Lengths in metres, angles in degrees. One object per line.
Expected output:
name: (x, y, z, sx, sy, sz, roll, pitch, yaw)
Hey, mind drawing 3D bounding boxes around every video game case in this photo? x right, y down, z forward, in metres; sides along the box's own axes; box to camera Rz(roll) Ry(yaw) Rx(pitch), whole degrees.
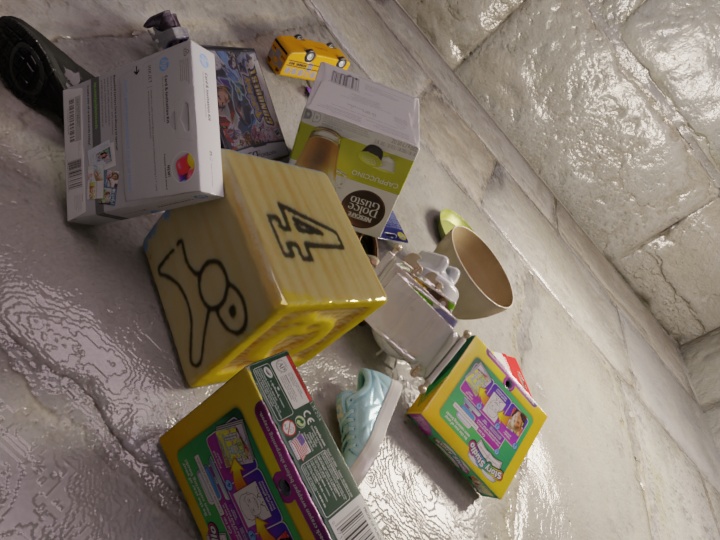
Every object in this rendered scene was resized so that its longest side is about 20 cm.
video game case: (-0.208, -0.281, 0.898, 0.181, 0.025, 0.203, -38, 114, -59)

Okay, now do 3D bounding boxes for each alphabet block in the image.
alphabet block: (-0.120, 0.001, 0.645, 0.195, 0.195, 0.202, -1, 60, -51)

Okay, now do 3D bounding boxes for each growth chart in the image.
growth chart: (0.083, 0.069, 0.818, 0.201, 0.144, 0.018, 49, -11, 1)

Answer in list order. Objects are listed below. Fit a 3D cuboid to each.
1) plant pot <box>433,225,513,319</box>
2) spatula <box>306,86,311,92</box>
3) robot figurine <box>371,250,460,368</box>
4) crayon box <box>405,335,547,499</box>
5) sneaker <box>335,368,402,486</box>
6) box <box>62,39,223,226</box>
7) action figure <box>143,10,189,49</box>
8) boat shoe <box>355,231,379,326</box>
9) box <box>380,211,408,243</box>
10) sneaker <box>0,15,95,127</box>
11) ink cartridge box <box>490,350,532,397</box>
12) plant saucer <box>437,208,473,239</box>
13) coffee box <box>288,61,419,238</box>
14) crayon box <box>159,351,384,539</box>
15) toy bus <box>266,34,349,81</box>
plant pot: (0.211, 0.025, 1.112, 0.199, 0.134, 0.202, 34, 35, -28)
spatula: (-0.109, -0.469, 1.295, 0.056, 0.021, 0.202, 28, 38, -28)
robot figurine: (0.092, 0.067, 0.886, 0.169, 0.112, 0.202, 39, 77, -36)
crayon box: (0.199, 0.244, 0.877, 0.200, 0.058, 0.173, 47, 64, -8)
sneaker: (-0.008, 0.213, 0.713, 0.081, 0.075, 0.200, 27, 33, 4)
box: (-0.243, -0.143, 0.571, 0.041, 0.197, 0.159, 5, 79, -64)
action figure: (-0.282, -0.329, 0.884, 0.202, 0.069, 0.130, 61, 22, -14)
boat shoe: (0.000, 0.000, 0.916, 0.075, 0.074, 0.202, 29, 38, -32)
box: (0.023, -0.140, 1.127, 0.120, 0.032, 0.202, 6, 53, -50)
sneaker: (-0.377, -0.235, 0.673, 0.201, 0.075, 0.091, 50, 21, -18)
ink cartridge box: (0.257, 0.225, 1.034, 0.198, 0.067, 0.118, 19, 45, -42)
plant saucer: (0.268, -0.074, 1.388, 0.199, 0.031, 0.202, 33, 36, -28)
coffee box: (-0.019, -0.216, 0.940, 0.197, 0.199, 0.202, 17, 40, -10)
crayon box: (-0.087, 0.207, 0.482, 0.058, 0.172, 0.202, -14, 69, -53)
toy bus: (-0.118, -0.496, 1.228, 0.198, 0.079, 0.065, -13, 59, -48)
